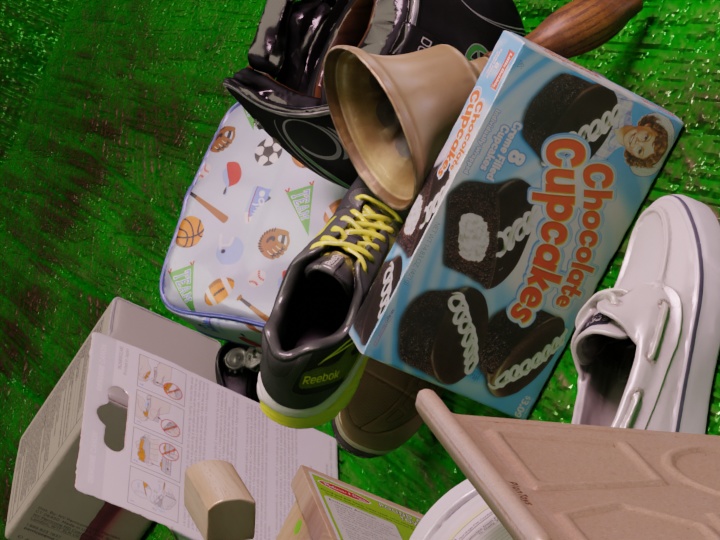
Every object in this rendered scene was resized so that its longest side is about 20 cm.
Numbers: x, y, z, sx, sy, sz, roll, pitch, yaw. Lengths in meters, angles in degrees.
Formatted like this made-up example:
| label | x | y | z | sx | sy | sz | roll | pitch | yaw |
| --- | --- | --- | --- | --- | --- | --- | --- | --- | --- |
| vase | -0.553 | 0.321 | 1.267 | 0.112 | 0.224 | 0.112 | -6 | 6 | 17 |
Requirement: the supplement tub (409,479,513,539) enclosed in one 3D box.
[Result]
| label | x | y | z | sx | sy | sz | roll | pitch | yaw |
| --- | --- | --- | --- | --- | --- | --- | --- | --- | --- |
| supplement tub | 0.100 | 0.174 | 0.944 | 0.146 | 0.144 | 0.200 | -64 | 19 | 5 |

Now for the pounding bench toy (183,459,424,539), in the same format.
| label | x | y | z | sx | sy | sz | roll | pitch | yaw |
| --- | --- | --- | --- | --- | --- | --- | --- | --- | --- |
| pounding bench toy | -0.036 | 0.206 | 1.182 | 0.157 | 0.199 | 0.124 | -61 | 20 | 11 |

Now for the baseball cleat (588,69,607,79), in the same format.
| label | x | y | z | sx | sy | sz | roll | pitch | yaw |
| --- | --- | --- | --- | --- | --- | --- | --- | --- | --- |
| baseball cleat | 0.099 | -0.032 | 1.322 | 0.200 | 0.070 | 0.107 | -52 | 15 | 14 |

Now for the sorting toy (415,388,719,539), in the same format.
| label | x | y | z | sx | sy | sz | roll | pitch | yaw |
| --- | --- | --- | --- | --- | --- | --- | --- | --- | --- |
| sorting toy | 0.132 | 0.105 | 0.861 | 0.185 | 0.198 | 0.037 | -130 | 52 | -69 |

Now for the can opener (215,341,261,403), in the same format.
| label | x | y | z | sx | sy | sz | roll | pitch | yaw |
| --- | --- | --- | --- | --- | --- | --- | --- | --- | --- |
| can opener | -0.082 | 0.130 | 1.626 | 0.063 | 0.079 | 0.201 | -10 | 52 | 20 |

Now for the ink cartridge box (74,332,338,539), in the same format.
| label | x | y | z | sx | sy | sz | roll | pitch | yaw |
| --- | --- | --- | --- | --- | --- | --- | --- | --- | --- |
| ink cartridge box | -0.106 | 0.144 | 1.436 | 0.050 | 0.199 | 0.163 | -54 | 23 | 31 |

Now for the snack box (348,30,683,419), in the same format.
| label | x | y | z | sx | sy | sz | roll | pitch | yaw |
| --- | --- | --- | --- | --- | --- | --- | --- | --- | --- |
| snack box | 0.089 | -0.024 | 1.239 | 0.201 | 0.116 | 0.037 | -63 | 23 | 10 |

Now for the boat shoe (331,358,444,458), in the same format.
| label | x | y | z | sx | sy | sz | roll | pitch | yaw |
| --- | --- | --- | --- | --- | --- | --- | --- | --- | --- |
| boat shoe | 0.020 | 0.050 | 1.417 | 0.065 | 0.071 | 0.201 | 123 | 165 | -48 |

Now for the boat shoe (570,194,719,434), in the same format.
| label | x | y | z | sx | sy | sz | roll | pitch | yaw |
| --- | --- | --- | --- | --- | --- | --- | --- | --- | --- |
| boat shoe | 0.140 | 0.041 | 1.108 | 0.072 | 0.065 | 0.201 | -35 | 36 | 56 |

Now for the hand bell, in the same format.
| label | x | y | z | sx | sy | sz | roll | pitch | yaw |
| --- | --- | --- | --- | --- | --- | --- | --- | --- | --- |
| hand bell | 0.087 | -0.124 | 1.292 | 0.199 | 0.105 | 0.104 | -26 | 8 | -20 |

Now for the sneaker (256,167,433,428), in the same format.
| label | x | y | z | sx | sy | sz | roll | pitch | yaw |
| --- | --- | --- | --- | --- | --- | --- | --- | --- | --- |
| sneaker | 0.000 | 0.000 | 1.295 | 0.085 | 0.074 | 0.201 | 85 | -152 | -63 |

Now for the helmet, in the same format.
| label | x | y | z | sx | sy | sz | roll | pitch | yaw |
| --- | --- | --- | --- | --- | --- | --- | --- | --- | --- |
| helmet | 0.019 | -0.142 | 1.454 | 0.199 | 0.190 | 0.202 | -10 | 69 | 29 |

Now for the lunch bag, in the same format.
| label | x | y | z | sx | sy | sz | roll | pitch | yaw |
| --- | --- | --- | --- | --- | --- | --- | --- | --- | --- |
| lunch bag | -0.056 | -0.030 | 1.620 | 0.159 | 0.076 | 0.201 | 9 | 72 | 29 |

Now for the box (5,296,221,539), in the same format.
| label | x | y | z | sx | sy | sz | roll | pitch | yaw |
| --- | --- | --- | --- | --- | --- | --- | --- | --- | --- |
| box | -0.214 | 0.146 | 1.854 | 0.200 | 0.108 | 0.128 | -52 | 23 | 34 |
